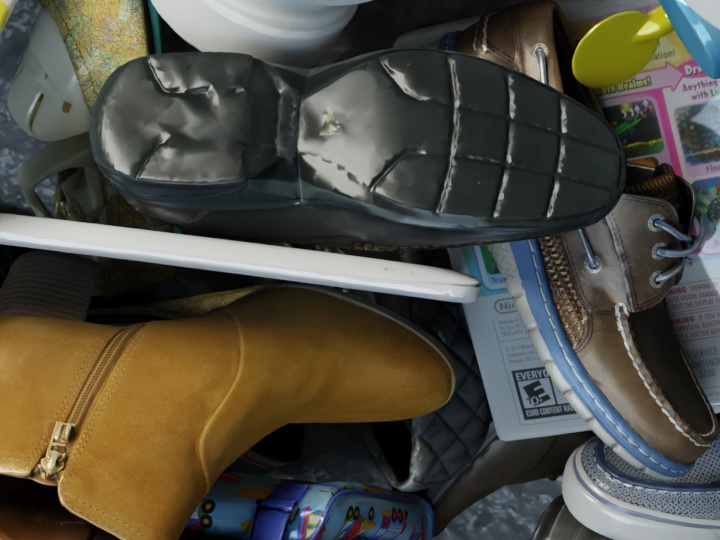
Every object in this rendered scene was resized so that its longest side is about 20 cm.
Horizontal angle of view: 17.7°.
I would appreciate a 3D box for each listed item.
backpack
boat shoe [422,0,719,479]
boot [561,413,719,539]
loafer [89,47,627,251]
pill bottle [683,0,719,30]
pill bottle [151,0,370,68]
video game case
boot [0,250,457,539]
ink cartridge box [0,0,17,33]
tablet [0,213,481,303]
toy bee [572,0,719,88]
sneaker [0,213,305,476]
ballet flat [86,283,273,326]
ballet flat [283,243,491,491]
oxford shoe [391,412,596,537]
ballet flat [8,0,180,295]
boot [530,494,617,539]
[{"bbox_3d":[-0.084,0.151,1.027,0.200,0.135,0.183,5,174,26],"label":"backpack"},{"bbox_3d":[0.095,-0.013,0.909,0.072,0.072,0.200,-29,96,25],"label":"boat shoe"},{"bbox_3d":[0.188,0.063,1.001,0.200,0.073,0.090,-4,130,-19],"label":"boot"},{"bbox_3d":[0.001,-0.041,0.879,0.200,0.073,0.072,8,159,7],"label":"loafer"},{"bbox_3d":[0.151,-0.164,0.741,0.116,0.200,0.116,8,132,9],"label":"pill bottle"},{"bbox_3d":[-0.007,-0.169,0.841,0.113,0.113,0.200,26,133,-9],"label":"pill bottle"},{"bbox_3d":[0.129,-0.029,0.945,0.200,0.024,0.182,-10,104,23],"label":"video game case"},{"bbox_3d":[-0.064,0.068,0.909,0.201,0.144,0.071,12,131,-4],"label":"boot"},{"bbox_3d":[-0.197,-0.084,0.910,0.083,0.200,0.145,31,132,-13],"label":"ink cartridge box"},{"bbox_3d":[-0.055,-0.006,0.912,0.200,0.130,0.014,8,90,-1],"label":"tablet"},{"bbox_3d":[0.143,-0.088,0.857,0.131,0.200,0.109,-11,163,8],"label":"toy bee"},{"bbox_3d":[-0.129,0.056,1.105,0.200,0.070,0.093,32,126,-17],"label":"sneaker"},{"bbox_3d":[-0.088,0.041,1.028,0.200,0.071,0.071,-8,144,-33],"label":"ballet flat"},{"bbox_3d":[0.000,0.000,0.995,0.066,0.057,0.200,-24,95,33],"label":"ballet flat"},{"bbox_3d":[0.081,0.075,1.064,0.084,0.073,0.200,31,132,-15],"label":"oxford shoe"},{"bbox_3d":[-0.115,-0.060,0.976,0.071,0.071,0.200,8,140,8],"label":"ballet flat"},{"bbox_3d":[0.161,0.129,1.060,0.131,0.200,0.068,27,103,26],"label":"boot"}]
